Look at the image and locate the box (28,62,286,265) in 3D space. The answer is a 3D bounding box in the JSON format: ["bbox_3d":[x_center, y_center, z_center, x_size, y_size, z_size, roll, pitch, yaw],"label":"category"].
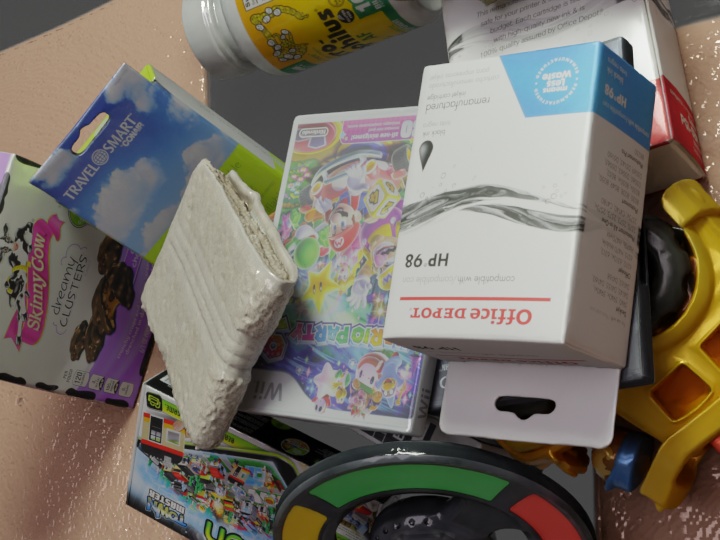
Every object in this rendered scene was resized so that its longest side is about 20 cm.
[{"bbox_3d":[-0.137,-0.064,0.922,0.122,0.200,0.048,-49,28,11],"label":"box"}]

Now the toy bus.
[{"bbox_3d":[0.186,0.075,0.721,0.200,0.136,0.192,-46,72,16],"label":"toy bus"}]

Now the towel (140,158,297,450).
[{"bbox_3d":[-0.099,0.015,0.805,0.133,0.034,0.200,-65,28,20],"label":"towel"}]

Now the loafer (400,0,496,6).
[{"bbox_3d":[0.092,-0.212,0.792,0.200,0.076,0.068,5,79,44],"label":"loafer"}]

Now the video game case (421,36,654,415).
[{"bbox_3d":[0.096,-0.024,0.693,0.143,0.019,0.200,-14,67,36],"label":"video game case"}]

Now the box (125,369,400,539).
[{"bbox_3d":[-0.073,0.159,0.853,0.200,0.035,0.110,23,116,21],"label":"box"}]

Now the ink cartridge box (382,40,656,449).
[{"bbox_3d":[0.083,-0.012,0.642,0.116,0.067,0.200,-1,74,39],"label":"ink cartridge box"}]

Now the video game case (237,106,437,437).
[{"bbox_3d":[-0.004,-0.004,0.745,0.143,0.018,0.200,2,76,39],"label":"video game case"}]

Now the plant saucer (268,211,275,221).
[{"bbox_3d":[0.000,0.000,0.852,0.200,0.032,0.200,-9,35,6],"label":"plant saucer"}]

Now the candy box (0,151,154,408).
[{"bbox_3d":[-0.252,0.011,0.972,0.071,0.200,0.168,11,83,36],"label":"candy box"}]

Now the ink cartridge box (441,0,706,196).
[{"bbox_3d":[0.143,-0.146,0.831,0.147,0.083,0.200,-16,68,28],"label":"ink cartridge box"}]

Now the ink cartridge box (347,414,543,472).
[{"bbox_3d":[0.022,0.098,0.826,0.200,0.099,0.039,24,91,35],"label":"ink cartridge box"}]

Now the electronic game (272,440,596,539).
[{"bbox_3d":[0.045,0.171,0.738,0.200,0.200,0.042,-21,37,27],"label":"electronic game"}]

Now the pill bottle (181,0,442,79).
[{"bbox_3d":[-0.041,-0.222,0.958,0.200,0.113,0.113,-15,68,29],"label":"pill bottle"}]
